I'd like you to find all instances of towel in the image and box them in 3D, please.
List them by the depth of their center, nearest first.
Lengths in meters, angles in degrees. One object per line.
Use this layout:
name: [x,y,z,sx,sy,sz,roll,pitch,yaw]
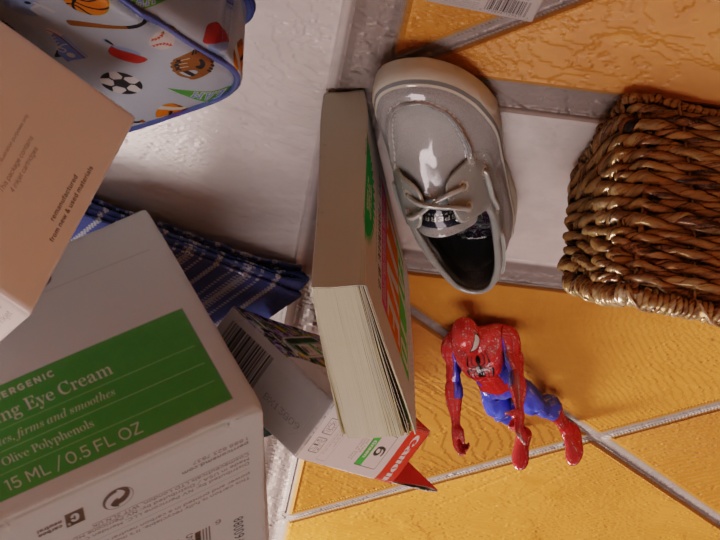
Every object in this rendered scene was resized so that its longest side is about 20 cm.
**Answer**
towel: [-0.150,0.000,1.683,0.200,0.024,0.145,21,149,-23]

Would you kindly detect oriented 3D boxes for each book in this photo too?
book: [0.000,0.000,1.542,0.048,0.134,0.200,-2,151,8]

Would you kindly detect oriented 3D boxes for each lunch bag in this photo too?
lunch bag: [-0.167,-0.150,1.361,0.160,0.076,0.200,-12,146,37]

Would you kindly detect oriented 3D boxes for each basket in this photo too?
basket: [0.222,0.003,1.500,0.199,0.149,0.143,10,150,-12]

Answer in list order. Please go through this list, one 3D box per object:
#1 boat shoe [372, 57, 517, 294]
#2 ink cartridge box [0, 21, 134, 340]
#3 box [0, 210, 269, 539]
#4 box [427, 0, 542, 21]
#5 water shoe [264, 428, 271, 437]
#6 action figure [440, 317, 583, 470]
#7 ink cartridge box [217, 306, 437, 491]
boat shoe: [0.055,-0.051,1.504,0.070,0.072,0.201,-4,150,15]
ink cartridge box: [-0.254,-0.057,1.308,0.200,0.145,0.147,35,142,-15]
box: [-0.181,0.109,1.600,0.199,0.172,0.200,-24,150,-16]
box: [0.003,-0.175,1.326,0.199,0.039,0.041,10,149,-9]
water shoe: [-0.145,0.101,1.795,0.200,0.079,0.071,21,147,-26]
action figure: [0.102,0.106,1.758,0.065,0.099,0.200,-9,146,20]
ink cartridge box: [-0.015,0.090,1.715,0.050,0.109,0.200,-54,149,10]
